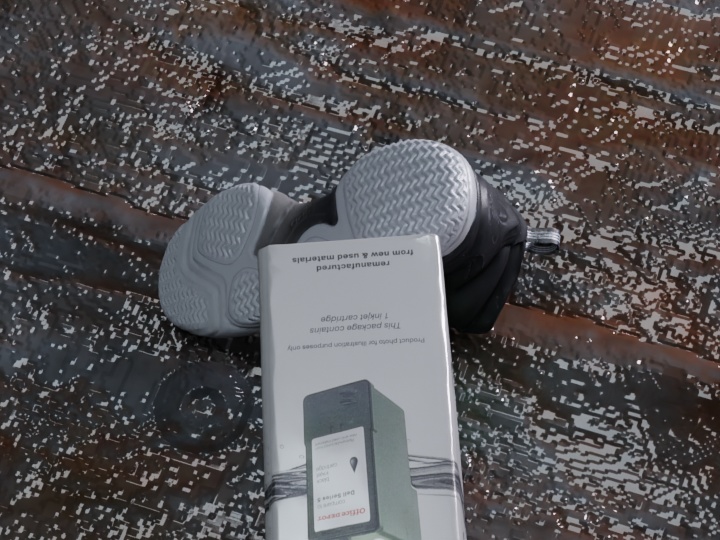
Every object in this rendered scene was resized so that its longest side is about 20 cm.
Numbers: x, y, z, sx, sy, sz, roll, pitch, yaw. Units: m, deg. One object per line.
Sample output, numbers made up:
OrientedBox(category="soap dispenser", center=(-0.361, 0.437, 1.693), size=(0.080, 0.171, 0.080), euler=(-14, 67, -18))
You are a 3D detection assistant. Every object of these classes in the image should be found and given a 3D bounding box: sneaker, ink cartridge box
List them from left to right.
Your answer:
OrientedBox(category="sneaker", center=(0.000, 0.000, 1.039), size=(0.200, 0.114, 0.076), euler=(-17, 63, 39))
OrientedBox(category="ink cartridge box", center=(0.004, 0.106, 0.942), size=(0.084, 0.146, 0.201), euler=(-4, 63, 3))
